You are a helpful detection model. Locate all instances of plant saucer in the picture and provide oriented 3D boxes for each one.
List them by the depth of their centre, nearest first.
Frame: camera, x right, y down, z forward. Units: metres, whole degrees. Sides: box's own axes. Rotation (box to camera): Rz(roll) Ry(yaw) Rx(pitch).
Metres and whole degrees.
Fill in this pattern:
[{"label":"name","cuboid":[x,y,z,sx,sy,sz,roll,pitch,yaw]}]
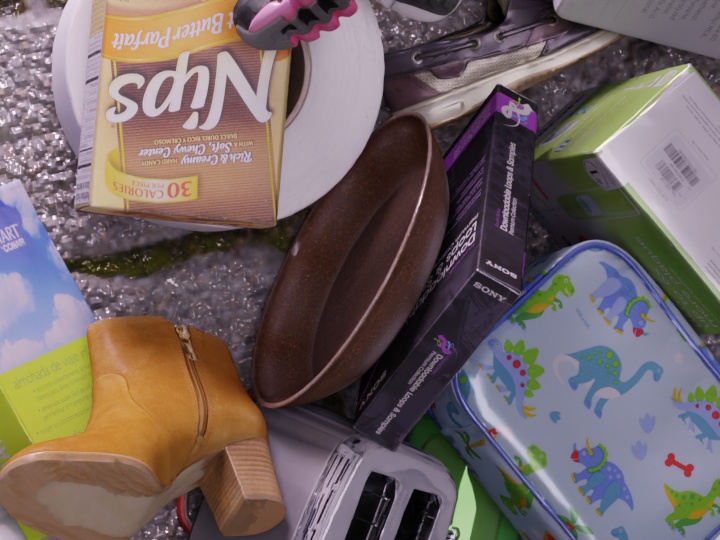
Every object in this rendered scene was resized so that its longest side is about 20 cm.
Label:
[{"label":"plant saucer","cuboid":[0.000,0.000,1.669,0.037,0.200,0.201,28,83,-19]}]

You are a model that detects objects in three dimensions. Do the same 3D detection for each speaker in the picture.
[{"label":"speaker","cuboid":[0.056,0.171,1.738,0.088,0.088,0.200,14,86,-14]}]

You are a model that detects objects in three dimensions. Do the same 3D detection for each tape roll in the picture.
[{"label":"tape roll","cuboid":[-0.090,-0.123,1.713,0.202,0.071,0.203,0,89,-15]}]

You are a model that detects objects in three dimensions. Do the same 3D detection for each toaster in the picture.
[{"label":"toaster","cuboid":[-0.024,0.161,1.682,0.114,0.129,0.200,26,83,-36]}]

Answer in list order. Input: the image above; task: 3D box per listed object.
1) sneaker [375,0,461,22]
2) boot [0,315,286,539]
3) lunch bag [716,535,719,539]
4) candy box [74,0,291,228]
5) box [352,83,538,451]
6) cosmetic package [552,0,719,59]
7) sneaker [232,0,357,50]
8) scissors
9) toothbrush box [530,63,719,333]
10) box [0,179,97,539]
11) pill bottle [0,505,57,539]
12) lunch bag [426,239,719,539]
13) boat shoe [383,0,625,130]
[{"label":"sneaker","cuboid":[0.002,-0.234,1.704,0.075,0.081,0.200,-44,74,17]},{"label":"boot","cuboid":[-0.142,0.086,1.613,0.201,0.144,0.071,9,131,-38]},{"label":"lunch bag","cuboid":[0.237,0.216,1.786,0.200,0.077,0.161,34,81,-10]},{"label":"candy box","cuboid":[-0.102,-0.129,1.645,0.115,0.055,0.200,5,87,-15]},{"label":"box","cuboid":[0.052,-0.004,1.658,0.036,0.200,0.143,27,124,-14]},{"label":"cosmetic package","cuboid":[0.240,-0.243,1.720,0.200,0.165,0.165,14,52,-14]},{"label":"sneaker","cuboid":[-0.015,-0.217,1.620,0.095,0.079,0.200,40,79,13]},{"label":"scissors","cuboid":[-0.065,0.075,1.745,0.073,0.014,0.200,13,87,-12]},{"label":"toothbrush box","cuboid":[0.186,-0.040,1.714,0.086,0.200,0.146,-42,99,-10]},{"label":"box","cuboid":[-0.201,0.053,1.649,0.048,0.122,0.200,-31,88,30]},{"label":"pill bottle","cuboid":[-0.216,0.219,1.654,0.112,0.112,0.200,-20,94,-14]},{"label":"lunch bag","cuboid":[0.146,0.091,1.684,0.161,0.082,0.200,-42,99,-19]},{"label":"boat shoe","cuboid":[0.101,-0.153,1.762,0.200,0.072,0.065,-28,101,-7]}]
